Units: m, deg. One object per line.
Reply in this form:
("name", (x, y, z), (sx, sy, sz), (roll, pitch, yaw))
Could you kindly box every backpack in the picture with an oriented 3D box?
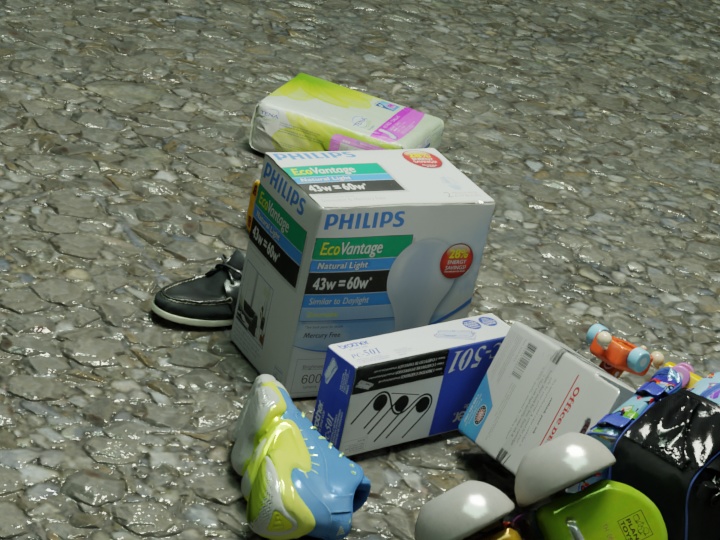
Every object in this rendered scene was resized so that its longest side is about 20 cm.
("backpack", (0.288, 0.166, 1.763), (0.134, 0.184, 0.200), (27, 46, 31))

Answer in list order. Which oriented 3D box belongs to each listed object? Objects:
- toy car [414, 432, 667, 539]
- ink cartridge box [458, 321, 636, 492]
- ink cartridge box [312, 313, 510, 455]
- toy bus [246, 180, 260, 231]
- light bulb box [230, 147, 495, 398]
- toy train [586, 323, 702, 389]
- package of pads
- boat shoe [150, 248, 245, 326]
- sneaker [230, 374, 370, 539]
("toy car", (0.140, 0.236, 1.628), (0.199, 0.176, 0.150), (-25, -9, -11))
("ink cartridge box", (0.176, 0.134, 1.839), (0.066, 0.116, 0.200), (27, 4, -28))
("ink cartridge box", (0.050, 0.103, 1.909), (0.199, 0.095, 0.044), (-9, 32, -40))
("toy bus", (-0.017, -0.059, 2.275), (0.199, 0.066, 0.078), (-2, 27, -28))
("light bulb box", (0.000, 0.000, 1.995), (0.197, 0.201, 0.125), (-3, 29, -30))
("toy train", (0.308, 0.123, 2.022), (0.200, 0.056, 0.150), (32, 8, 38))
("package of pads", (-0.018, -0.163, 2.492), (0.199, 0.069, 0.154), (18, 24, 14))
("boat shoe", (-0.115, 0.010, 2.078), (0.198, 0.067, 0.075), (-3, 29, -30))
("sneaker", (-0.050, 0.168, 1.785), (0.104, 0.076, 0.201), (18, 30, -17))
